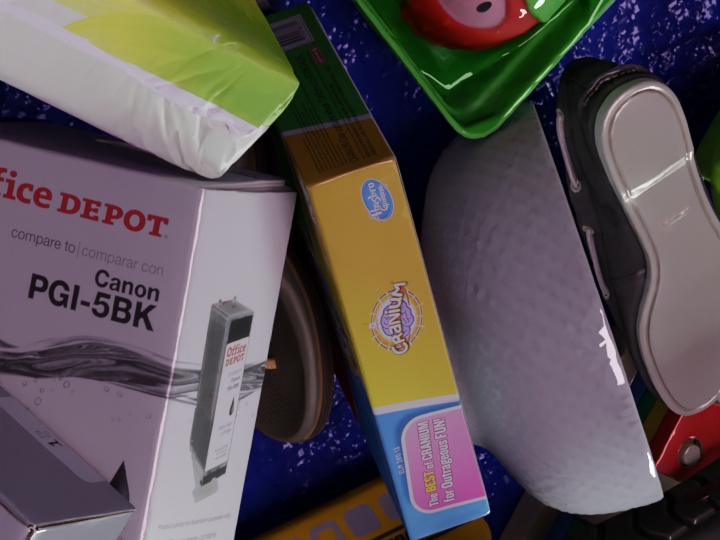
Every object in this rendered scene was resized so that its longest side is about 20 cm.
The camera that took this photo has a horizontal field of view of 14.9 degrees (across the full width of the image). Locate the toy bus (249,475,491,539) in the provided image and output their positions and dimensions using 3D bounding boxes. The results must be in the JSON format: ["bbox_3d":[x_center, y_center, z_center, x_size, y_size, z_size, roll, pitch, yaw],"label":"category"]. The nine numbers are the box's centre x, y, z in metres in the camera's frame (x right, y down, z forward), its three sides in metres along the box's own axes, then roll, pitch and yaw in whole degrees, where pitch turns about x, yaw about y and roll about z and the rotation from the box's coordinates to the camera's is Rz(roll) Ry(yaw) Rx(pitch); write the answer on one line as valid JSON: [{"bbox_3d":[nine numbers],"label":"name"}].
[{"bbox_3d":[-0.031,0.169,1.346,0.200,0.078,0.065,-24,155,-23],"label":"toy bus"}]

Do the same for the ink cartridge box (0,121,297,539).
[{"bbox_3d":[-0.123,0.045,1.185,0.083,0.146,0.201,-2,104,-62],"label":"ink cartridge box"}]

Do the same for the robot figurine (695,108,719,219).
[{"bbox_3d":[0.257,-0.043,1.383,0.175,0.200,0.116,34,88,-37],"label":"robot figurine"}]

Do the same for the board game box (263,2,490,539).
[{"bbox_3d":[0.000,0.000,1.253,0.040,0.153,0.200,-19,124,-5],"label":"board game box"}]

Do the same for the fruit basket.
[{"bbox_3d":[0.057,-0.169,1.210,0.156,0.216,0.216,-47,125,-9],"label":"fruit basket"}]

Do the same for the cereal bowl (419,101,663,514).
[{"bbox_3d":[0.076,0.026,1.313,0.083,0.200,0.200,-19,120,4],"label":"cereal bowl"}]

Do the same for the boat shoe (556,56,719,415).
[{"bbox_3d":[0.143,-0.020,1.364,0.067,0.057,0.200,-28,124,-15],"label":"boat shoe"}]

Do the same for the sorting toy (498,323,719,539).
[{"bbox_3d":[0.191,0.134,1.488,0.199,0.070,0.200,27,91,-36],"label":"sorting toy"}]

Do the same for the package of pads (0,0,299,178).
[{"bbox_3d":[-0.135,-0.132,1.129,0.200,0.155,0.068,27,111,-34],"label":"package of pads"}]

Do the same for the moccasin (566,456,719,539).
[{"bbox_3d":[0.198,0.141,1.406,0.201,0.074,0.078,-26,122,-21],"label":"moccasin"}]

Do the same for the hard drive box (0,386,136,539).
[{"bbox_3d":[-0.212,0.134,1.143,0.200,0.156,0.077,-58,156,17],"label":"hard drive box"}]

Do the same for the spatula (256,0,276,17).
[{"bbox_3d":[-0.042,-0.114,1.276,0.056,0.021,0.200,-36,127,2],"label":"spatula"}]

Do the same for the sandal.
[{"bbox_3d":[-0.068,-0.009,1.263,0.054,0.080,0.200,-29,115,-33],"label":"sandal"}]
